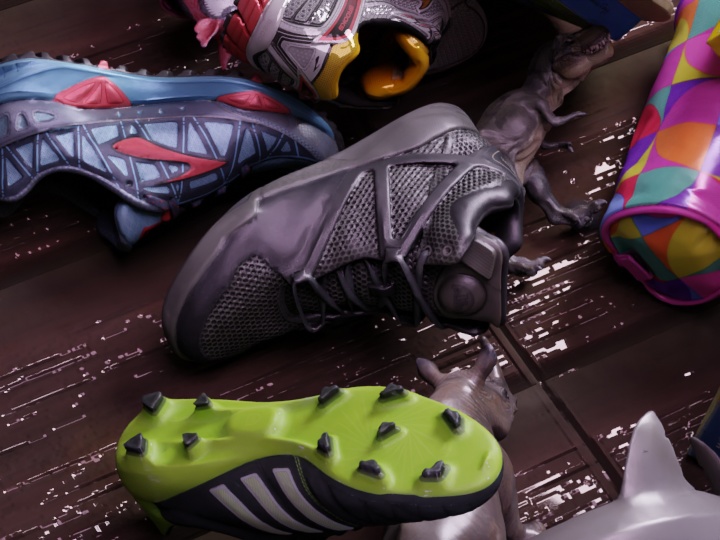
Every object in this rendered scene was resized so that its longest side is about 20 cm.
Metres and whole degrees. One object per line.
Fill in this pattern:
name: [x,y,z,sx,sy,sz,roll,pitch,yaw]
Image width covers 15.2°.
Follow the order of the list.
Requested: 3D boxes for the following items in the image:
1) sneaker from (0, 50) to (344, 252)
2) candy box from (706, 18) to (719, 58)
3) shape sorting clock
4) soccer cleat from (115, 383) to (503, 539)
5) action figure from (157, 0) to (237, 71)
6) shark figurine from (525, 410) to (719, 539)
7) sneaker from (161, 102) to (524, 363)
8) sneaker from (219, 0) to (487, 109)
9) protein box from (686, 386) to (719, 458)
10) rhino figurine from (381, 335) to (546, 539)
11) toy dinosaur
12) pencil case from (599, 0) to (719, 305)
sneaker: [-0.108,-0.053,1.419,0.200,0.079,0.096,5,74,-9]
candy box: [0.275,-0.087,1.499,0.200,0.026,0.102,48,45,-16]
shape sorting clock: [0.078,-0.177,1.486,0.200,0.200,0.039,23,92,2]
soccer cleat: [-0.020,0.098,1.274,0.200,0.081,0.068,1,46,26]
action figure: [-0.084,-0.199,1.479,0.149,0.134,0.200,9,53,-4]
shark figurine: [0.147,0.110,1.273,0.214,0.128,0.090,-9,86,-51]
sneaker: [0.000,0.000,1.367,0.199,0.076,0.114,-29,47,-16]
sneaker: [0.010,-0.118,1.449,0.082,0.078,0.200,39,27,24]
protein box: [0.305,0.044,1.365,0.200,0.199,0.135,29,52,7]
rhino figurine: [0.049,0.110,1.315,0.087,0.060,0.200,48,40,-36]
toy dinosaur: [0.080,-0.044,1.464,0.088,0.047,0.200,45,72,1]
pencil case: [0.193,-0.075,1.498,0.088,0.088,0.200,22,51,2]
